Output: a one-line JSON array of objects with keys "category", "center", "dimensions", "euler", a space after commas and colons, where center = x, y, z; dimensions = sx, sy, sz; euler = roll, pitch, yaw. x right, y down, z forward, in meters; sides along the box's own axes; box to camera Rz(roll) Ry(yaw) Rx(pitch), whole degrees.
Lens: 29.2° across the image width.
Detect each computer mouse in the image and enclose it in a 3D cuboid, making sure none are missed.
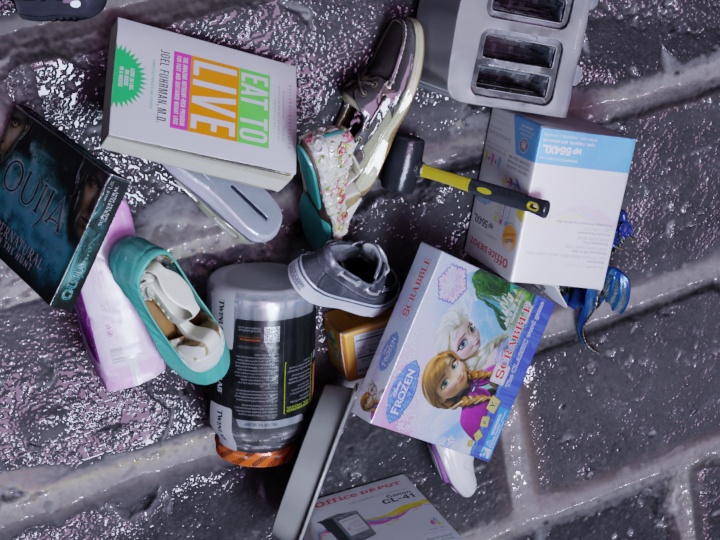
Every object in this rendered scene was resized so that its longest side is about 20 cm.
[{"category": "computer mouse", "center": [-0.343, -0.269, 1.343], "dimensions": [0.197, 0.034, 0.060], "euler": [-5, 110, -20]}]

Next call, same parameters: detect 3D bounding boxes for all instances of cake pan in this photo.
[{"category": "cake pan", "center": [-0.052, 0.214, 1.537], "dimensions": [0.036, 0.200, 0.203], "euler": [20, 100, 1]}]

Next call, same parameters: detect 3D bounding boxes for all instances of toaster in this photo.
[{"category": "toaster", "center": [0.150, -0.272, 1.490], "dimensions": [0.197, 0.119, 0.184], "euler": [6, 104, -23]}]

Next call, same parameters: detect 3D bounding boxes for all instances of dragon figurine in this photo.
[{"category": "dragon figurine", "center": [0.282, 0.021, 1.647], "dimensions": [0.058, 0.099, 0.203], "euler": [-7, 109, -19]}]

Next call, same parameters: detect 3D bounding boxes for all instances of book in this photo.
[{"category": "book", "center": [-0.163, -0.169, 1.413], "dimensions": [0.197, 0.048, 0.136], "euler": [11, 67, -25]}]

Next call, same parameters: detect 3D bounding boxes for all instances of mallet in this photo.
[{"category": "mallet", "center": [0.115, -0.105, 1.509], "dimensions": [0.041, 0.197, 0.067], "euler": [-15, 114, -62]}]

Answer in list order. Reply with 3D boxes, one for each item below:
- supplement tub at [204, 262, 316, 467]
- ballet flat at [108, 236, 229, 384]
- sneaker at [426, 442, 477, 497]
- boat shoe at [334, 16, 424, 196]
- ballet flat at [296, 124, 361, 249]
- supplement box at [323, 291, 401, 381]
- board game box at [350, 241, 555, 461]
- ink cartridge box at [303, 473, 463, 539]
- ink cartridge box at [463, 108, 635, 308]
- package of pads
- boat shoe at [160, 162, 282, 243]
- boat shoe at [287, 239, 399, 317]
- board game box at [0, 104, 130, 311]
[{"category": "supplement tub", "center": [-0.110, 0.102, 1.506], "dimensions": [0.121, 0.122, 0.203], "euler": [-3, 108, -20]}, {"category": "ballet flat", "center": [-0.177, 0.050, 1.369], "dimensions": [0.067, 0.070, 0.201], "euler": [-48, 127, -21]}, {"category": "sneaker", "center": [0.121, 0.180, 1.642], "dimensions": [0.098, 0.075, 0.202], "euler": [-19, 115, -6]}, {"category": "boat shoe", "center": [0.010, -0.180, 1.490], "dimensions": [0.064, 0.073, 0.203], "euler": [13, 102, -30]}, {"category": "ballet flat", "center": [-0.028, -0.084, 1.459], "dimensions": [0.063, 0.076, 0.201], "euler": [-27, 157, -14]}, {"category": "supplement box", "center": [0.060, 0.064, 1.593], "dimensions": [0.197, 0.067, 0.070], "euler": [-12, 113, -17]}, {"category": "board game box", "center": [0.107, 0.095, 1.541], "dimensions": [0.198, 0.041, 0.203], "euler": [21, 92, -40]}, {"category": "ink cartridge box", "center": [0.027, 0.326, 1.589], "dimensions": [0.145, 0.200, 0.087], "euler": [-13, 111, -17]}, {"category": "ink cartridge box", "center": [0.210, -0.070, 1.572], "dimensions": [0.123, 0.128, 0.203], "euler": [5, 104, -23]}, {"category": "package of pads", "center": [-0.261, 0.010, 1.417], "dimensions": [0.075, 0.120, 0.203], "euler": [-17, 112, -15]}, {"category": "boat shoe", "center": [-0.167, -0.100, 1.448], "dimensions": [0.200, 0.062, 0.072], "euler": [49, 55, -10]}, {"category": "boat shoe", "center": [0.000, 0.000, 1.497], "dimensions": [0.067, 0.072, 0.199], "euler": [-35, 158, 23]}, {"category": "board game box", "center": [-0.306, -0.065, 1.333], "dimensions": [0.028, 0.199, 0.137], "euler": [19, 100, -46]}]
